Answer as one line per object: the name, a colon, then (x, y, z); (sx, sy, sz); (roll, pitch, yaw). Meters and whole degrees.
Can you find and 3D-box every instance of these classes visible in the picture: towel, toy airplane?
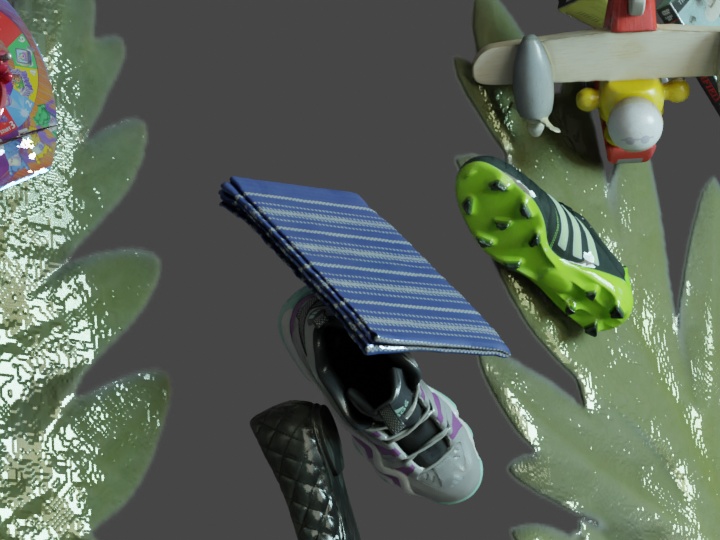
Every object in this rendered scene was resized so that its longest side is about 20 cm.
towel: (0.000, 0.000, 1.635); (0.144, 0.024, 0.200); (5, 32, -45)
toy airplane: (0.221, -0.164, 1.863); (0.199, 0.200, 0.142); (29, 45, -33)

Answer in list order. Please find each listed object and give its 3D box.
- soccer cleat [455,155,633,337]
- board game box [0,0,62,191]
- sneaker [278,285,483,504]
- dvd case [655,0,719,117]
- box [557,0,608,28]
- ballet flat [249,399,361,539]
soccer cleat: (0.146, -0.029, 1.848); (0.200, 0.067, 0.081); (43, 32, -26)
board game box: (-0.268, -0.122, 1.485); (0.200, 0.039, 0.159); (-27, 95, -46)
sneaker: (0.022, 0.101, 1.615); (0.078, 0.140, 0.200); (-45, 104, -1)
dvd case: (0.357, -0.194, 2.133); (0.200, 0.022, 0.146); (56, 46, -13)
box: (0.212, -0.310, 2.012); (0.075, 0.050, 0.201); (21, 62, -37)
ballet flat: (-0.032, 0.190, 1.611); (0.066, 0.057, 0.201); (1, 79, -72)
